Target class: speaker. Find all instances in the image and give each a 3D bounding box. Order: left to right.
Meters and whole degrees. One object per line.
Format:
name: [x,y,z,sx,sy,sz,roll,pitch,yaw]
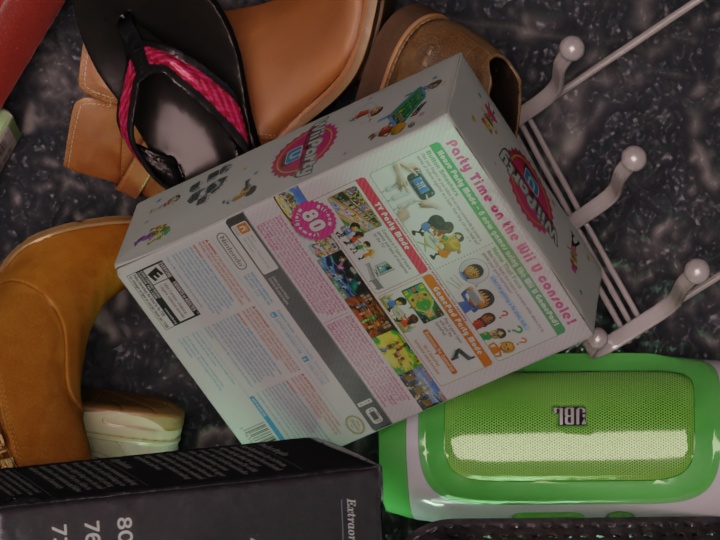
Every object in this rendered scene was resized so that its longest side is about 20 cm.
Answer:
speaker: [0.112,0.089,1.564,0.199,0.088,0.089,-1,94,7]

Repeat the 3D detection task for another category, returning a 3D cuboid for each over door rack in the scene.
over door rack: [0.169,-0.067,1.538,0.200,0.067,0.148,-30,75,8]

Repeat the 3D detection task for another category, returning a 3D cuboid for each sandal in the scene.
sandal: [-0.088,-0.073,1.531,0.075,0.045,0.201,-20,101,20]

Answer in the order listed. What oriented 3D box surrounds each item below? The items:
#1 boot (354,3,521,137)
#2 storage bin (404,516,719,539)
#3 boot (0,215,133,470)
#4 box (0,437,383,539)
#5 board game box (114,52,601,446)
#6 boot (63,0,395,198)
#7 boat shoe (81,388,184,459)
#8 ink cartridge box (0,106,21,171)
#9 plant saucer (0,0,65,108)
boot: [0.027,-0.032,1.551,0.075,0.074,0.201,28,113,32]
storage bin: [0.109,0.206,1.508,0.199,0.094,0.136,2,126,-23]
boot: [-0.162,0.058,1.547,0.201,0.071,0.144,-18,64,-27]
box: [-0.093,0.168,1.457,0.199,0.104,0.149,-4,97,-20]
board game box: [0.000,0.000,1.504,0.200,0.064,0.148,-23,117,23]
boot: [-0.068,-0.120,1.575,0.154,0.074,0.201,17,95,7]
boat shoe: [-0.196,0.097,1.606,0.199,0.074,0.069,5,96,10]
ink cartridge box: [-0.304,-0.064,1.602,0.200,0.048,0.146,28,81,5]
plant saucer: [-0.248,-0.188,1.583,0.199,0.037,0.200,30,82,4]
